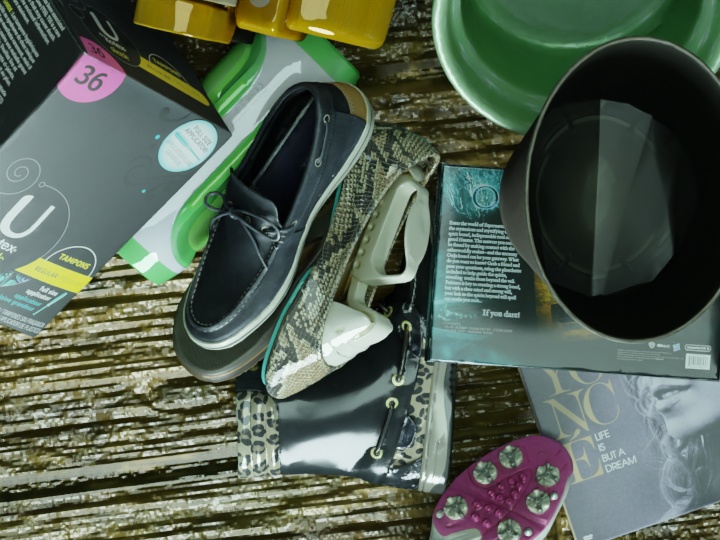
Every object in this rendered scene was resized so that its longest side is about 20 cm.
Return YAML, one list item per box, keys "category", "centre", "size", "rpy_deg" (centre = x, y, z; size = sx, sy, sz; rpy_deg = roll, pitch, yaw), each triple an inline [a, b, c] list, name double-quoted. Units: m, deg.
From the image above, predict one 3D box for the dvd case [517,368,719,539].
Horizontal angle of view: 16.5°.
- category: "dvd case"
  centre: [0.192, 0.080, 1.753]
  size: [0.148, 0.016, 0.200]
  rpy_deg: [-19, 95, 0]

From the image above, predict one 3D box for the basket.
- category: "basket"
  centre: [0.155, -0.049, 1.554]
  size: [0.136, 0.200, 0.181]
  rpy_deg: [2, 91, -5]

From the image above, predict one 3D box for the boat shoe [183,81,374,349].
- category: "boat shoe"
  centre: [-0.065, -0.040, 1.631]
  size: [0.075, 0.062, 0.200]
  rpy_deg: [38, 101, 34]

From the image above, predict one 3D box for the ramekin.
- category: "ramekin"
  centre: [0.145, -0.193, 1.647]
  size: [0.199, 0.098, 0.200]
  rpy_deg: [-1, 128, -1]

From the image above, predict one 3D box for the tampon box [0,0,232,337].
- category: "tampon box"
  centre: [-0.216, -0.083, 1.612]
  size: [0.200, 0.150, 0.126]
  rpy_deg: [-45, 52, 16]

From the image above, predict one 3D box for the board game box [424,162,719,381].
- category: "board game box"
  centre: [0.146, 0.001, 1.668]
  size: [0.199, 0.028, 0.136]
  rpy_deg: [4, 89, -5]

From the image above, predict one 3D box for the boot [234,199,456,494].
- category: "boot"
  centre: [-0.011, 0.053, 1.715]
  size: [0.153, 0.073, 0.204]
  rpy_deg: [1, 94, 1]

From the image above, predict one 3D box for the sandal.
- category: "sandal"
  centre: [-0.059, -0.013, 1.695]
  size: [0.200, 0.055, 0.082]
  rpy_deg: [-45, 60, -2]

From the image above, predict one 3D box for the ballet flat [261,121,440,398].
- category: "ballet flat"
  centre: [0.000, 0.000, 1.649]
  size: [0.075, 0.068, 0.200]
  rpy_deg: [21, 87, 29]

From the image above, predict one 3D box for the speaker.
- category: "speaker"
  centre: [-0.094, -0.086, 1.689]
  size: [0.088, 0.088, 0.200]
  rpy_deg: [44, 93, -6]

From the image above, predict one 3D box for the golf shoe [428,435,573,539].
- category: "golf shoe"
  centre: [0.079, 0.203, 1.736]
  size: [0.075, 0.092, 0.200]
  rpy_deg: [35, 79, 23]

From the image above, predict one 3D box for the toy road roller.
- category: "toy road roller"
  centre: [-0.052, -0.199, 1.562]
  size: [0.146, 0.200, 0.123]
  rpy_deg: [14, 95, 10]
